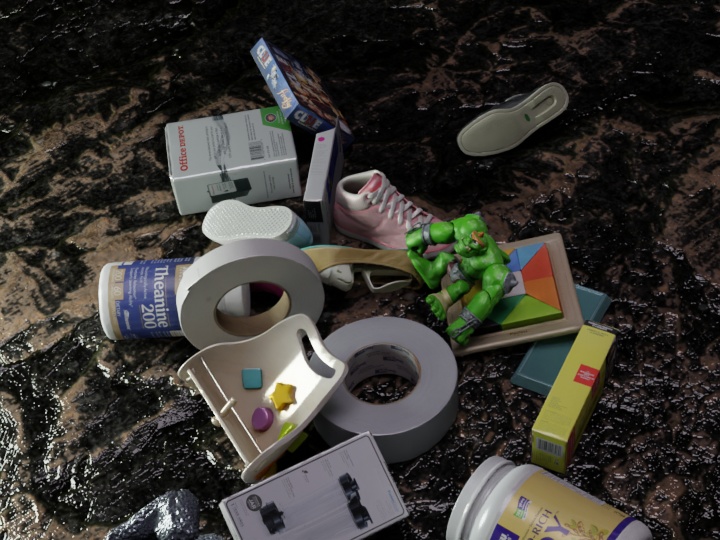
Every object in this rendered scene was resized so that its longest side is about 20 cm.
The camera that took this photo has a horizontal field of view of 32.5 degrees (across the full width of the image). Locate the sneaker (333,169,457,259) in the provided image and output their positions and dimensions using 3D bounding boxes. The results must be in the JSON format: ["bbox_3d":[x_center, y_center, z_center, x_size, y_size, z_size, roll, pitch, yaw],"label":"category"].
[{"bbox_3d":[0.049,-0.086,1.841,0.200,0.105,0.075,17,48,19],"label":"sneaker"}]

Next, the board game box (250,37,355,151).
[{"bbox_3d":[-0.097,-0.291,2.041,0.035,0.135,0.200,-46,45,19],"label":"board game box"}]

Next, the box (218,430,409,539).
[{"bbox_3d":[-0.056,0.288,1.485,0.200,0.060,0.117,-25,81,-16],"label":"box"}]

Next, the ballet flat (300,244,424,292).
[{"bbox_3d":[0.000,0.000,1.769,0.200,0.069,0.063,-1,59,-13],"label":"ballet flat"}]

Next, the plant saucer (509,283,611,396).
[{"bbox_3d":[0.278,0.091,1.703,0.070,0.019,0.200,19,52,23],"label":"plant saucer"}]

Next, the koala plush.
[{"bbox_3d":[-0.210,0.390,1.372,0.184,0.177,0.200,-31,50,-8],"label":"koala plush"}]

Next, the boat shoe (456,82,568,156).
[{"bbox_3d":[0.242,-0.242,2.011,0.200,0.072,0.068,-28,13,-12],"label":"boat shoe"}]

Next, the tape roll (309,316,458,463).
[{"bbox_3d":[0.030,0.156,1.633,0.200,0.066,0.201,-3,46,3],"label":"tape roll"}]

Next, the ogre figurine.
[{"bbox_3d":[0.141,-0.005,1.714,0.120,0.098,0.200,-33,32,12],"label":"ogre figurine"}]

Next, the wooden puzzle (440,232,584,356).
[{"bbox_3d":[0.208,0.027,1.744,0.185,0.037,0.200,-12,45,6],"label":"wooden puzzle"}]

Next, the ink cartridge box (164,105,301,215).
[{"bbox_3d":[-0.203,-0.177,1.968,0.200,0.083,0.147,-9,46,-4],"label":"ink cartridge box"}]

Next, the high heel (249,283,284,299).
[{"bbox_3d":[-0.141,-0.003,1.784,0.067,0.096,0.200,-34,52,-24],"label":"high heel"}]

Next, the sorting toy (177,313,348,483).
[{"bbox_3d":[-0.105,0.151,1.575,0.180,0.107,0.200,-44,51,6],"label":"sorting toy"}]

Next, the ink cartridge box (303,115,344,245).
[{"bbox_3d":[-0.055,-0.141,1.910,0.037,0.095,0.200,2,46,9],"label":"ink cartridge box"}]

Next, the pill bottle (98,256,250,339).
[{"bbox_3d":[-0.260,0.038,1.746,0.200,0.111,0.111,-4,46,3],"label":"pill bottle"}]

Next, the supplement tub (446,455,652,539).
[{"bbox_3d":[0.214,0.311,1.407,0.200,0.146,0.145,26,54,27],"label":"supplement tub"}]

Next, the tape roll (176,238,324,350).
[{"bbox_3d":[-0.149,0.041,1.669,0.202,0.203,0.037,-12,46,-6],"label":"tape roll"}]

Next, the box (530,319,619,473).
[{"bbox_3d":[0.278,0.160,1.597,0.050,0.075,0.200,18,49,22],"label":"box"}]

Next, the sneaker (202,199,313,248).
[{"bbox_3d":[-0.155,-0.055,1.866,0.200,0.082,0.074,10,67,43],"label":"sneaker"}]
